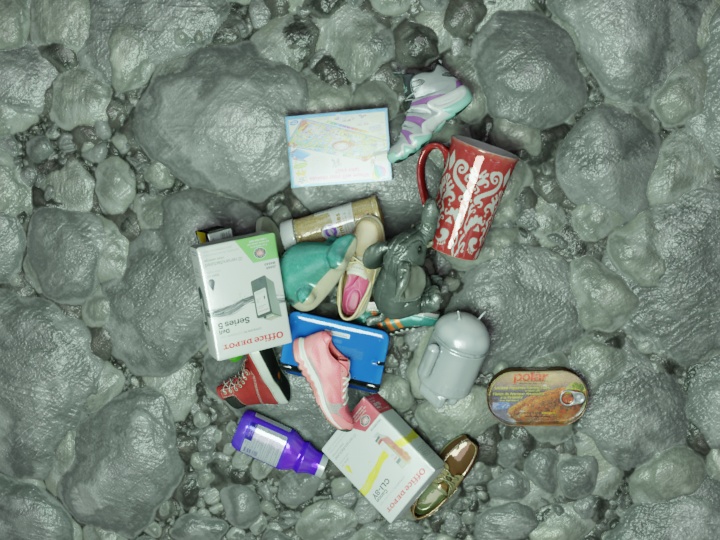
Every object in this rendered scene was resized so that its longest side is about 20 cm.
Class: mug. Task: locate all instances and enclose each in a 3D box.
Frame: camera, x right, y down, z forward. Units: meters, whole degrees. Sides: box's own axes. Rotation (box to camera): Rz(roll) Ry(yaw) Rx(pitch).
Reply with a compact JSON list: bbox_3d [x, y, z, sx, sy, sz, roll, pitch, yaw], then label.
[{"bbox_3d":[0.189,-0.141,1.517,0.131,0.177,0.204,6,109,-33],"label":"mug"}]

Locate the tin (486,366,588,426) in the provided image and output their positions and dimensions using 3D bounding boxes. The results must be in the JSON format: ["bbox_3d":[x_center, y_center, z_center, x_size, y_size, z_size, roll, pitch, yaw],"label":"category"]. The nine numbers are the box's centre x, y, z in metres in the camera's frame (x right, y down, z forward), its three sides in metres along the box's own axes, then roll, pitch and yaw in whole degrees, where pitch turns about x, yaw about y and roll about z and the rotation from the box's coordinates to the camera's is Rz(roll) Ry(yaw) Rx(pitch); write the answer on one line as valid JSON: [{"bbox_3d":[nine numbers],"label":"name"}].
[{"bbox_3d":[0.347,0.246,1.601,0.196,0.042,0.114,-1,105,5],"label":"tin"}]

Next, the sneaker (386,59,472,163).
[{"bbox_3d":[0.095,-0.305,1.500,0.199,0.078,0.140,-41,91,-6],"label":"sneaker"}]

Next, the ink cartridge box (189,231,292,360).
[{"bbox_3d":[-0.212,0.043,1.450,0.143,0.084,0.204,-13,99,-20],"label":"ink cartridge box"}]

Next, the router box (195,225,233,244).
[{"bbox_3d":[-0.259,0.019,1.555,0.050,0.149,0.204,-15,99,-18],"label":"router box"}]

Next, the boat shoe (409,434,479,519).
[{"bbox_3d":[0.169,0.424,1.631,0.075,0.074,0.201,35,102,-2],"label":"boat shoe"}]

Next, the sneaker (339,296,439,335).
[{"bbox_3d":[0.056,0.099,1.586,0.196,0.071,0.082,6,102,12],"label":"sneaker"}]

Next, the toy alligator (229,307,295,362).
[{"bbox_3d":[-0.191,0.104,1.618,0.199,0.059,0.055,-40,53,7],"label":"toy alligator"}]

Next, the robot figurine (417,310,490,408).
[{"bbox_3d":[0.179,0.164,1.552,0.113,0.168,0.203,37,120,36],"label":"robot figurine"}]

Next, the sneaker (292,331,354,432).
[{"bbox_3d":[-0.048,0.203,1.485,0.086,0.074,0.203,-25,101,11],"label":"sneaker"}]

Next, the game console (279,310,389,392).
[{"bbox_3d":[-0.049,0.161,1.573,0.196,0.119,0.174,12,106,2],"label":"game console"}]

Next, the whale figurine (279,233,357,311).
[{"bbox_3d":[-0.084,-0.012,1.474,0.103,0.161,0.200,36,145,-12],"label":"whale figurine"}]

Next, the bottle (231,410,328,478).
[{"bbox_3d":[-0.161,0.360,1.653,0.197,0.065,0.085,24,103,0],"label":"bottle"}]

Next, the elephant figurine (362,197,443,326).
[{"bbox_3d":[0.074,-0.012,1.447,0.139,0.157,0.201,3,146,16],"label":"elephant figurine"}]

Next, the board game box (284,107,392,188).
[{"bbox_3d":[-0.040,-0.233,1.547,0.196,0.034,0.137,-3,100,6],"label":"board game box"}]

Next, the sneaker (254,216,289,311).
[{"bbox_3d":[-0.195,-0.001,1.577,0.083,0.074,0.204,-15,75,34],"label":"sneaker"}]

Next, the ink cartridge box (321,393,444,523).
[{"bbox_3d":[0.046,0.366,1.596,0.200,0.083,0.146,43,101,17],"label":"ink cartridge box"}]

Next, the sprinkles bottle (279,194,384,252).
[{"bbox_3d":[-0.055,-0.086,1.559,0.196,0.068,0.070,-16,99,7],"label":"sprinkles bottle"}]

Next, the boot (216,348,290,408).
[{"bbox_3d":[-0.230,0.203,1.591,0.141,0.073,0.202,-8,135,9],"label":"boot"}]

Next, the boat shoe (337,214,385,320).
[{"bbox_3d":[0.000,0.000,1.509,0.072,0.069,0.204,12,104,8],"label":"boat shoe"}]
